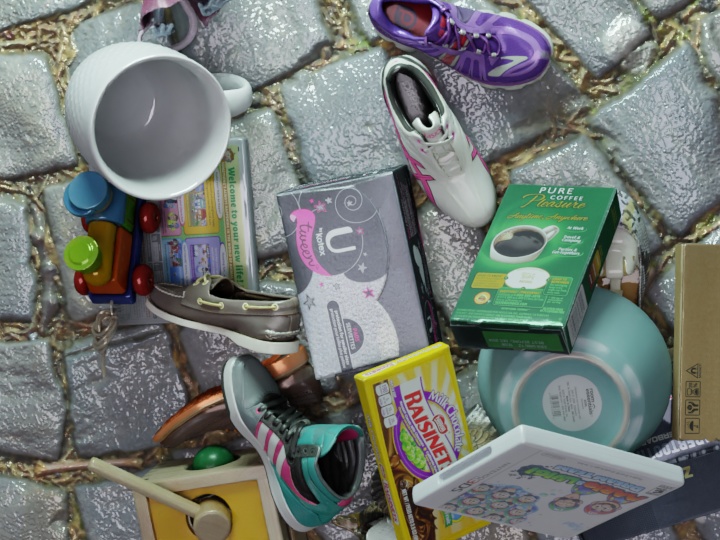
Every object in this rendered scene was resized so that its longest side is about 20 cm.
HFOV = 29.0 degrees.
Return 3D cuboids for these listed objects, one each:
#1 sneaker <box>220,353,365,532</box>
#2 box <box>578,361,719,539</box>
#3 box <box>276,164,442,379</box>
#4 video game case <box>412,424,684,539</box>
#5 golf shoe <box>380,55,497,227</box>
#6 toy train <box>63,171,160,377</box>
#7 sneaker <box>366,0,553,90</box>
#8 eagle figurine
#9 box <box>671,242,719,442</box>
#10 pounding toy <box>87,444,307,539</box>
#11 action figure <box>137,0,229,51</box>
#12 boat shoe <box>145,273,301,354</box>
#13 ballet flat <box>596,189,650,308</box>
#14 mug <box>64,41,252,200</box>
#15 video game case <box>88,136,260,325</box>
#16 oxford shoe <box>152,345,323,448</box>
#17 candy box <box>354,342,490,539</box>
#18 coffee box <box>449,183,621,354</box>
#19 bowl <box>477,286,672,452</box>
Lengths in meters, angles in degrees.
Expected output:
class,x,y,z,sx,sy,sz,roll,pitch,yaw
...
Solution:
class,x,y,z,sx,sy,sz,roll,pitch,yaw
sneaker,-0.061,0.166,1.431,0.121,0.084,0.201,-26,91,42
box,0.305,0.190,1.470,0.199,0.051,0.158,-19,95,12
box,0.000,0.000,1.464,0.132,0.115,0.201,-11,95,10
video game case,0.182,0.212,1.364,0.199,0.024,0.182,17,145,-27
golf shoe,0.076,-0.130,1.447,0.072,0.092,0.200,-30,93,10
toy train,-0.275,0.002,1.460,0.084,0.116,0.201,0,74,12
sneaker,0.099,-0.238,1.433,0.199,0.083,0.081,16,100,6
eagle figurine,0.058,0.215,1.479,0.151,0.152,0.200,42,108,23
box,0.399,0.074,1.418,0.163,0.021,0.201,1,90,-10
pounding toy,-0.170,0.272,1.514,0.183,0.142,0.201,-10,95,10
action figure,-0.197,-0.353,1.477,0.133,0.149,0.201,-15,75,-18
boat shoe,-0.145,0.036,1.470,0.199,0.072,0.060,16,105,35
ballet flat,0.266,0.018,1.445,0.072,0.072,0.201,1,97,9
mug,-0.209,-0.171,1.452,0.199,0.175,0.148,-16,113,-22
video game case,-0.206,-0.042,1.541,0.181,0.022,0.201,-3,96,10
oxford shoe,-0.135,0.158,1.531,0.199,0.071,0.073,-27,96,11
candy box,0.065,0.183,1.407,0.102,0.026,0.201,-21,105,-24
coffee box,0.178,-0.005,1.387,0.122,0.200,0.044,2,136,27
bowl,0.211,0.123,1.389,0.200,0.105,0.202,3,105,11
